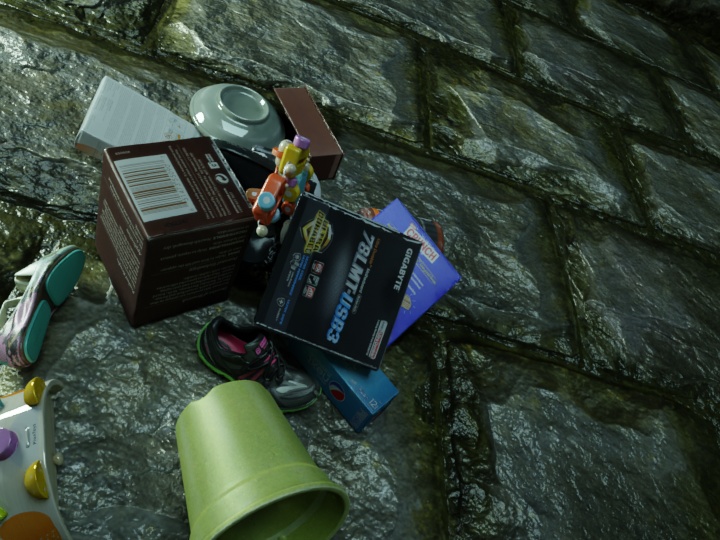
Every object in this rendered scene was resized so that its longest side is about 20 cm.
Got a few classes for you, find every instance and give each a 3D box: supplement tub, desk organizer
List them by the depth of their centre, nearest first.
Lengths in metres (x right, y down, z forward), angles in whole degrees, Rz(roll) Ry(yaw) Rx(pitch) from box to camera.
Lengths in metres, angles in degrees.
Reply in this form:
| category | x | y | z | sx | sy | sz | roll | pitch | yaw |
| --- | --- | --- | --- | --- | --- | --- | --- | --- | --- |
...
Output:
| category | x | y | z | sx | sy | sz | roll | pitch | yaw |
| --- | --- | --- | --- | --- | --- | --- | --- | --- | --- |
| supplement tub | 0.047 | -0.054 | 1.166 | 0.195 | 0.108 | 0.109 | 10 | 48 | -21 |
| desk organizer | -0.114 | -0.279 | 1.296 | 0.076 | 0.072 | 0.203 | -11 | 58 | -31 |

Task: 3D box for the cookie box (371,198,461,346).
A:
| category | x | y | z | sx | sy | sz | roll | pitch | yaw |
| --- | --- | --- | --- | --- | --- | --- | --- | --- | --- |
| cookie box | 0.036 | 0.017 | 1.038 | 0.199 | 0.075 | 0.172 | -39 | 87 | -16 |

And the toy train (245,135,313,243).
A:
| category | x | y | z | sx | sy | sz | roll | pitch | yaw |
| --- | --- | --- | --- | --- | --- | --- | --- | --- | --- |
| toy train | -0.119 | -0.113 | 0.911 | 0.055 | 0.200 | 0.153 | 23 | 83 | 3 |

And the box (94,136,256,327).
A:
| category | x | y | z | sx | sy | sz | roll | pitch | yaw |
| --- | --- | --- | --- | --- | --- | --- | --- | --- | --- |
| box | -0.274 | -0.059 | 0.931 | 0.162 | 0.201 | 0.167 | -17 | 62 | -36 |

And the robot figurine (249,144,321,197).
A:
| category | x | y | z | sx | sy | sz | roll | pitch | yaw |
| --- | --- | --- | --- | --- | --- | --- | --- | --- | --- |
| robot figurine | -0.166 | -0.137 | 1.114 | 0.195 | 0.154 | 0.125 | 11 | 7 | -19 |

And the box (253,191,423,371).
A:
| category | x | y | z | sx | sy | sz | roll | pitch | yaw |
| --- | --- | --- | --- | --- | --- | --- | --- | --- | --- |
| box | -0.032 | 0.017 | 0.935 | 0.195 | 0.050 | 0.204 | 22 | 87 | -9 |

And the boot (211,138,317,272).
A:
| category | x | y | z | sx | sy | sz | roll | pitch | yaw |
| --- | --- | --- | --- | --- | --- | --- | --- | --- | --- |
| boot | -0.177 | -0.094 | 1.008 | 0.197 | 0.076 | 0.172 | 23 | 87 | -25 |

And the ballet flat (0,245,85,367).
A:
| category | x | y | z | sx | sy | sz | roll | pitch | yaw |
| --- | --- | --- | --- | --- | --- | --- | --- | --- | --- |
| ballet flat | -0.441 | 0.040 | 0.863 | 0.069 | 0.070 | 0.203 | 5 | 48 | 2 |

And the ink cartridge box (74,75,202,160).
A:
| category | x | y | z | sx | sy | sz | roll | pitch | yaw |
| --- | --- | --- | --- | --- | --- | --- | --- | --- | --- |
| ink cartridge box | -0.390 | -0.239 | 1.148 | 0.198 | 0.050 | 0.165 | 29 | 41 | -29 |

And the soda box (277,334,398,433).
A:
| category | x | y | z | sx | sy | sz | roll | pitch | yaw |
| --- | --- | --- | --- | --- | --- | --- | --- | --- | --- |
| soda box | -0.036 | 0.142 | 0.986 | 0.067 | 0.065 | 0.201 | -28 | 70 | -41 |

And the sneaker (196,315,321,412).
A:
| category | x | y | z | sx | sy | sz | roll | pitch | yaw |
| --- | --- | --- | --- | --- | --- | --- | --- | --- | --- |
| sneaker | -0.145 | 0.135 | 0.919 | 0.197 | 0.084 | 0.077 | 28 | 45 | -3 |

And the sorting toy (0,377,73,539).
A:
| category | x | y | z | sx | sy | sz | roll | pitch | yaw |
| --- | --- | --- | --- | --- | --- | --- | --- | --- | --- |
| sorting toy | -0.427 | 0.220 | 0.708 | 0.176 | 0.108 | 0.203 | -14 | 58 | -13 |

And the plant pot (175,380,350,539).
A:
| category | x | y | z | sx | sy | sz | roll | pitch | yaw |
| --- | --- | --- | --- | --- | --- | --- | --- | --- | --- |
| plant pot | -0.137 | 0.245 | 0.774 | 0.196 | 0.203 | 0.185 | -6 | 44 | -31 |

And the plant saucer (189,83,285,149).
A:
| category | x | y | z | sx | sy | sz | roll | pitch | yaw |
| --- | --- | --- | --- | --- | --- | --- | --- | --- | --- |
| plant saucer | -0.236 | -0.313 | 1.268 | 0.196 | 0.051 | 0.203 | 18 | 46 | -18 |
